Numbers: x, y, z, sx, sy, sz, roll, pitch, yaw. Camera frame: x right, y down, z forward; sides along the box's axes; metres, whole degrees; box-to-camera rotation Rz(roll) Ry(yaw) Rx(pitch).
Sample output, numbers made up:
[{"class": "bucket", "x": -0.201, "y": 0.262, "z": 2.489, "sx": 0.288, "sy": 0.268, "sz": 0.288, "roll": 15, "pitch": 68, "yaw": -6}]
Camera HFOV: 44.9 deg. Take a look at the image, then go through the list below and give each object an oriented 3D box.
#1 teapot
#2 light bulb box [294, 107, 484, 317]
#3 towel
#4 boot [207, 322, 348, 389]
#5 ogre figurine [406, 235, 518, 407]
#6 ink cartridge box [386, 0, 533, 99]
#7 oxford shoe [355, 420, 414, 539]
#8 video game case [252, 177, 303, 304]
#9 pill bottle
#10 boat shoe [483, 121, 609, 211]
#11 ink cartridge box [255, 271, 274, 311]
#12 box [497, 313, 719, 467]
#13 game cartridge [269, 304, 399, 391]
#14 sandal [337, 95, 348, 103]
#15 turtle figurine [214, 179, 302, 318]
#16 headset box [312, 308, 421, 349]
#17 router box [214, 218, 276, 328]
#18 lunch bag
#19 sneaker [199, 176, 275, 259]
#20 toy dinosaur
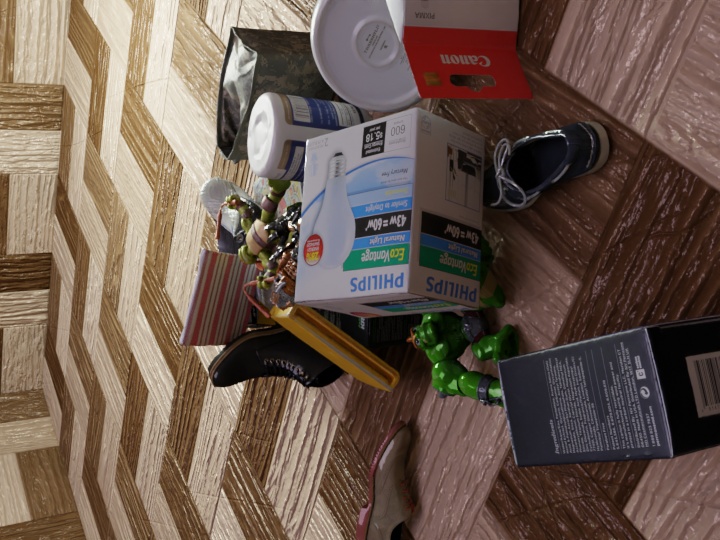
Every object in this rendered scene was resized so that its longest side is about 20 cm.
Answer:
[{"class": "teapot", "x": 0.037, "y": -0.310, "z": 1.096, "sx": 0.196, "sy": 0.147, "sz": 0.200, "roll": -13, "pitch": 117, "yaw": 23}, {"class": "light bulb box", "x": 0.033, "y": -0.057, "z": 1.013, "sx": 0.196, "sy": 0.123, "sz": 0.205, "roll": -8, "pitch": 75, "yaw": 47}, {"class": "towel", "x": -0.218, "y": 0.044, "z": 1.362, "sx": 0.029, "sy": 0.200, "sz": 0.149, "roll": 13, "pitch": 91, "yaw": 18}, {"class": "boot", "x": -0.130, "y": 0.155, "z": 1.382, "sx": 0.138, "sy": 0.198, "sz": 0.078, "roll": 44, "pitch": 155, "yaw": 42}, {"class": "ogre figurine", "x": 0.124, "y": 0.073, "z": 1.047, "sx": 0.119, "sy": 0.097, "sz": 0.203, "roll": -26, "pitch": 86, "yaw": 38}, {"class": "ink cartridge box", "x": 0.109, "y": -0.286, "z": 0.957, "sx": 0.050, "sy": 0.158, "sz": 0.203, "roll": -48, "pitch": 53, "yaw": 54}, {"class": "oxford shoe", "x": 0.052, "y": 0.311, "z": 1.238, "sx": 0.074, "sy": 0.070, "sz": 0.204, "roll": 22, "pitch": 114, "yaw": 27}, {"class": "video game case", "x": -0.113, "y": -0.067, "z": 1.322, "sx": 0.181, "sy": 0.022, "sz": 0.204, "roll": -29, "pitch": 66, "yaw": 59}, {"class": "pill bottle", "x": -0.046, "y": -0.174, "z": 1.187, "sx": 0.110, "sy": 0.196, "sz": 0.114, "roll": -11, "pitch": 77, "yaw": 62}, {"class": "boat shoe", "x": 0.182, "y": -0.109, "z": 0.951, "sx": 0.199, "sy": 0.061, "sz": 0.077, "roll": -13, "pitch": 84, "yaw": 60}, {"class": "ink cartridge box", "x": -0.102, "y": -0.029, "z": 1.418, "sx": 0.144, "sy": 0.083, "sz": 0.204, "roll": 32, "pitch": 120, "yaw": 55}, {"class": "box", "x": 0.244, "y": 0.111, "z": 0.789, "sx": 0.199, "sy": 0.146, "sz": 0.107, "roll": -24, "pitch": 73, "yaw": 57}, {"class": "game cartridge", "x": -0.042, "y": 0.103, "z": 1.229, "sx": 0.033, "sy": 0.175, "sz": 0.200, "roll": -55, "pitch": 10, "yaw": -8}, {"class": "sandal", "x": -0.002, "y": -0.315, "z": 1.253, "sx": 0.076, "sy": 0.044, "sz": 0.202, "roll": 62, "pitch": 142, "yaw": 35}, {"class": "turtle figurine", "x": -0.134, "y": -0.048, "z": 1.263, "sx": 0.161, "sy": 0.064, "sz": 0.202, "roll": -47, "pitch": 57, "yaw": 38}, {"class": "headset box", "x": 0.000, "y": 0.000, "z": 1.242, "sx": 0.199, "sy": 0.091, "sz": 0.178, "roll": 19, "pitch": 109, "yaw": 58}, {"class": "router box", "x": -0.200, "y": -0.002, "z": 1.541, "sx": 0.149, "sy": 0.050, "sz": 0.204, "roll": 20, "pitch": -119, "yaw": -77}, {"class": "lunch bag", "x": -0.136, "y": -0.267, "z": 1.372, "sx": 0.118, "sy": 0.162, "sz": 0.203, "roll": 47, "pitch": 132, "yaw": 38}, {"class": "sneaker", "x": -0.182, "y": -0.082, "z": 1.375, "sx": 0.072, "sy": 0.072, "sz": 0.200, "roll": -54, "pitch": 52, "yaw": 9}, {"class": "toy dinosaur", "x": -0.055, "y": -0.041, "z": 1.134, "sx": 0.103, "sy": 0.199, "sz": 0.136, "roll": 52, "pitch": 170, "yaw": -11}]
